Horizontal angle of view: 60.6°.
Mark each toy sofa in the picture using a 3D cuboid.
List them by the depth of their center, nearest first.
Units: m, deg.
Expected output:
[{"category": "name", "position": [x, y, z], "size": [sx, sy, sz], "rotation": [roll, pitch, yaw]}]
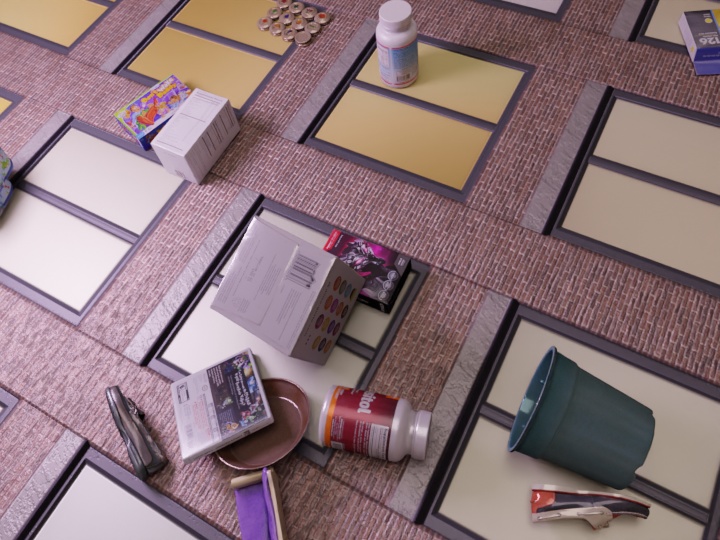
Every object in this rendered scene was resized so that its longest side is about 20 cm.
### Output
[{"category": "toy sofa", "position": [-0.171, 0.456, 1.074], "size": [0.081, 0.098, 0.203], "rotation": [-15, 60, -3]}]

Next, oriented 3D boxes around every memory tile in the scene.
[{"category": "memory tile", "position": [-0.199, -0.739, 1.823], "size": [0.198, 0.017, 0.154], "rotation": [29, 67, 21]}]

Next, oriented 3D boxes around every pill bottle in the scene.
[{"category": "pill bottle", "position": [0.030, 0.286, 1.140], "size": [0.196, 0.114, 0.115], "rotation": [9, 61, 11]}, {"category": "pill bottle", "position": [0.095, -0.582, 1.587], "size": [0.106, 0.201, 0.111], "rotation": [-3, 59, 5]}]

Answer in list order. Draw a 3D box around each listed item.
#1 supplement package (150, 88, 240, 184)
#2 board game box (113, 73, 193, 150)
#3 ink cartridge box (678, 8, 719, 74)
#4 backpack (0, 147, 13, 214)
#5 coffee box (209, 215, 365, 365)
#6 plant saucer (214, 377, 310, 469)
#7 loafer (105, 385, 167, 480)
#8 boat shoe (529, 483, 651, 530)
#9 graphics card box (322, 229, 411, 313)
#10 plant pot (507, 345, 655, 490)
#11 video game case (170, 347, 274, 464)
[{"category": "supplement package", "position": [-0.413, -0.341, 1.563], "size": [0.112, 0.110, 0.202], "rotation": [22, 65, 19]}, {"category": "board game box", "position": [-0.547, -0.432, 1.671], "size": [0.200, 0.045, 0.134], "rotation": [-42, 64, -17]}, {"category": "ink cartridge box", "position": [0.942, -0.591, 1.577], "size": [0.193, 0.047, 0.203], "rotation": [-2, 57, 5]}, {"category": "backpack", "position": [-0.976, -0.228, 1.546], "size": [0.179, 0.148, 0.203], "rotation": [8, 65, 13]}, {"category": "coffee box", "position": [-0.137, 0.046, 1.225], "size": [0.197, 0.198, 0.202], "rotation": [25, 85, 21]}, {"category": "plant saucer", "position": [-0.186, 0.297, 1.180], "size": [0.196, 0.037, 0.203], "rotation": [-11, 42, 10]}, {"category": "loafer", "position": [-0.445, 0.312, 1.220], "size": [0.062, 0.072, 0.202], "rotation": [-20, 64, -28]}, {"category": "boat shoe", "position": [0.389, 0.407, 1.048], "size": [0.196, 0.071, 0.064], "rotation": [3, 66, 11]}, {"category": "graphics card box", "position": [0.000, 0.000, 1.346], "size": [0.197, 0.051, 0.127], "rotation": [22, 65, 18]}, {"category": "plant pot", "position": [0.385, 0.266, 1.072], "size": [0.193, 0.201, 0.202], "rotation": [24, 65, 10]}, {"category": "video game case", "position": [-0.276, 0.260, 1.211], "size": [0.179, 0.024, 0.201], "rotation": [-25, 40, -7]}]
